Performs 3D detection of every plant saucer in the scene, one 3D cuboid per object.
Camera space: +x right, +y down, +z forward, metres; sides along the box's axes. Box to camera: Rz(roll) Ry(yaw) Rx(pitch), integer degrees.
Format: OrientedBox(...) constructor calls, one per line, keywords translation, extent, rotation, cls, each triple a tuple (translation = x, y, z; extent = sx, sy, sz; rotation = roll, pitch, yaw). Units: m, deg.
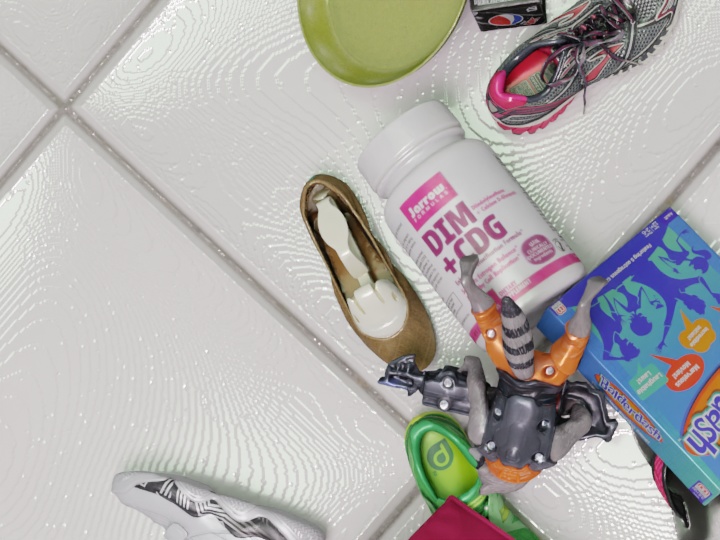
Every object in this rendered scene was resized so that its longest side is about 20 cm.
OrientedBox(translation=(0.026, -0.260, 1.289), extent=(0.199, 0.031, 0.201), rotation=(-5, 83, 40), cls="plant saucer")

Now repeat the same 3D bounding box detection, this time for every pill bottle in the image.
OrientedBox(translation=(0.092, -0.040, 1.235), extent=(0.113, 0.113, 0.200), rotation=(-38, 76, 5), cls="pill bottle")

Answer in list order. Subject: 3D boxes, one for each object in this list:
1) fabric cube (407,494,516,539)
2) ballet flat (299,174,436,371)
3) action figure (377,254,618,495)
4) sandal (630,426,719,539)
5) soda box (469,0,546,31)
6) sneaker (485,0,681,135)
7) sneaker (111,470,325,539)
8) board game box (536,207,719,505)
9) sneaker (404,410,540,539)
OrientedBox(translation=(0.071, 0.335, 1.112), extent=(0.200, 0.199, 0.197), rotation=(32, 117, 15), cls="fabric cube")
OrientedBox(translation=(0.000, 0.000, 1.271), extent=(0.068, 0.072, 0.201), rotation=(-28, 78, 8), cls="ballet flat")
OrientedBox(translation=(0.102, 0.089, 1.141), extent=(0.199, 0.105, 0.194), rotation=(5, 112, 14), cls="action figure")
OrientedBox(translation=(0.278, 0.173, 1.199), extent=(0.075, 0.045, 0.201), rotation=(-19, 79, 10), cls="sandal")
OrientedBox(translation=(0.125, -0.320, 1.287), extent=(0.063, 0.071, 0.201), rotation=(-5, 82, 12), cls="soda box")
OrientedBox(translation=(0.196, -0.193, 1.253), extent=(0.200, 0.075, 0.081), rotation=(-41, 76, 4), cls="sneaker")
OrientedBox(translation=(-0.138, 0.249, 1.266), extent=(0.199, 0.075, 0.115), rotation=(17, 83, 11), cls="sneaker")
OrientedBox(translation=(0.268, 0.067, 1.187), extent=(0.152, 0.045, 0.200), rotation=(-38, 76, -21), cls="board game box")
OrientedBox(translation=(0.094, 0.210, 1.216), extent=(0.074, 0.084, 0.200), rotation=(-36, 77, 5), cls="sneaker")
